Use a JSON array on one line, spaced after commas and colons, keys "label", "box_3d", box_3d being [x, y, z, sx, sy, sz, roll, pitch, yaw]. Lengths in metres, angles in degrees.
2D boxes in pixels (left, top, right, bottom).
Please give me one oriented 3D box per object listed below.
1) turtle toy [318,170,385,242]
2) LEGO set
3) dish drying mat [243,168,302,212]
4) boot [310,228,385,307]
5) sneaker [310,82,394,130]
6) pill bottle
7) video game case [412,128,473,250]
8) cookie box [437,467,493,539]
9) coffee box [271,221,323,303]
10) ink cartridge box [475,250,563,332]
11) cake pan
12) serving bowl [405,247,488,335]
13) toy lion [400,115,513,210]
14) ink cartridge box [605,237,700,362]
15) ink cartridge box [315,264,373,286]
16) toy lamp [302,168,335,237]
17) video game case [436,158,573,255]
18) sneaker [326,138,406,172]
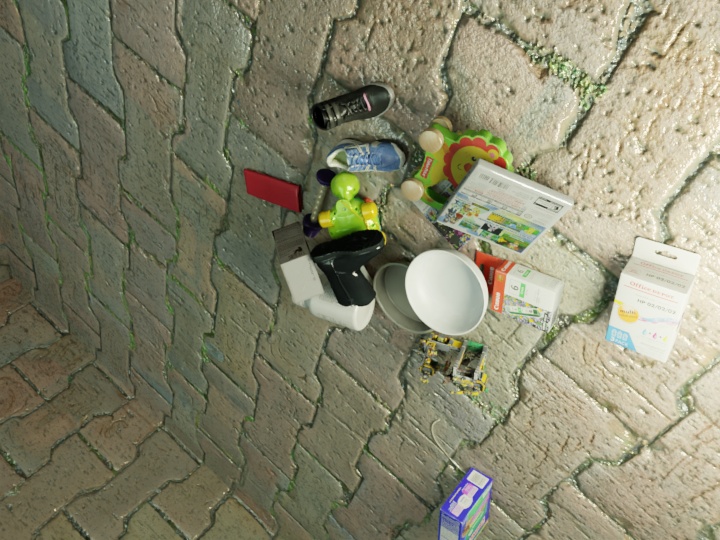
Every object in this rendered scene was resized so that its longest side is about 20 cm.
[{"label": "turtle toy", "box_3d": [-0.019, -0.131, 1.492, 0.144, 0.101, 0.202, -8, 117, 17]}, {"label": "LEGO set", "box_3d": [0.215, 0.242, 1.521, 0.198, 0.116, 0.155, 21, 132, 14]}, {"label": "dish drying mat", "box_3d": [-0.234, -0.215, 1.699, 0.198, 0.018, 0.078, 22, 132, 32]}, {"label": "boot", "box_3d": [0.000, 0.000, 1.466, 0.198, 0.077, 0.169, -13, 126, 30]}, {"label": "sneaker", "box_3d": [-0.023, -0.339, 1.340, 0.198, 0.099, 0.072, -2, 117, 42]}, {"label": "pill bottle", "box_3d": [-0.072, 0.072, 1.633, 0.198, 0.114, 0.116, 17, 131, 24]}, {"label": "video game case", "box_3d": [0.201, -0.161, 1.314, 0.182, 0.036, 0.200, 48, 140, 4]}, {"label": "cookie box", "box_3d": [0.291, 0.683, 1.775, 0.075, 0.171, 0.202, 25, 135, 31]}, {"label": "coffee box", "box_3d": [-0.158, -0.024, 1.577, 0.200, 0.079, 0.114, -116, 8, -61]}, {"label": "ink cartridge box", "box_3d": [0.320, 0.042, 1.346, 0.198, 0.050, 0.110, 23, 134, 29]}, {"label": "cake pan", "box_3d": [0.121, 0.062, 1.561, 0.199, 0.037, 0.202, 25, 134, 28]}, {"label": "serving bowl", "box_3d": [0.198, 0.039, 1.415, 0.198, 0.066, 0.203, 17, 121, 30]}, {"label": "toy lion", "box_3d": [0.193, -0.190, 1.231, 0.190, 0.069, 0.201, 31, 138, 10]}, {"label": "ink cartridge box", "box_3d": [0.524, 0.053, 1.149, 0.114, 0.068, 0.202, 21, 132, 30]}, {"label": "ink cartridge box", "box_3d": [-0.054, 0.012, 1.693, 0.199, 0.057, 0.164, -29, 99, 35]}, {"label": "toy lamp", "box_3d": [-0.107, -0.161, 1.590, 0.058, 0.058, 0.201, 37, 139, 15]}, {"label": "video game case", "box_3d": [0.270, -0.115, 1.215, 0.198, 0.022, 0.183, 20, 145, -9]}, {"label": "sneaker", "box_3d": [0.012, -0.243, 1.398, 0.198, 0.077, 0.077, 8, 123, 38]}]
